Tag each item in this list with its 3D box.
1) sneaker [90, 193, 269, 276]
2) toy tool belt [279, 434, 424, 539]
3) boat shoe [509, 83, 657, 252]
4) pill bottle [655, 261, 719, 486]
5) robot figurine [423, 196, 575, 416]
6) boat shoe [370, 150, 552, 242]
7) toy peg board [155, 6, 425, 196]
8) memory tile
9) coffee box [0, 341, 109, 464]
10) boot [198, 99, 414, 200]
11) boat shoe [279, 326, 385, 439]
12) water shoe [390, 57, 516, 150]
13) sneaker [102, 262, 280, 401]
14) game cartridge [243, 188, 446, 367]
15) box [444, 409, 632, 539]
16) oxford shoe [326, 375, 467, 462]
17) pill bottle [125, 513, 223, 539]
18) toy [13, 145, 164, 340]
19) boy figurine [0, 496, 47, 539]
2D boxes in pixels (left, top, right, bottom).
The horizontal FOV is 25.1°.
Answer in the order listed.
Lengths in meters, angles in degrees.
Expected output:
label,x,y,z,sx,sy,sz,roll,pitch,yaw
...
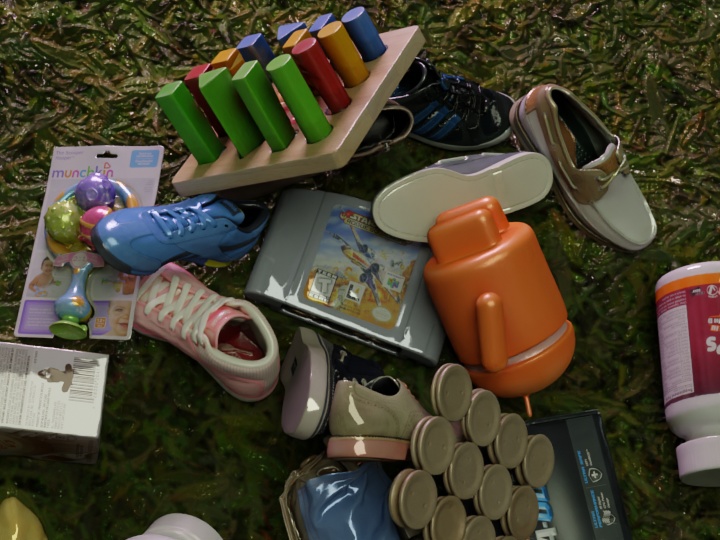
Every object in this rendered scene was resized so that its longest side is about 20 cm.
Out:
label,x,y,z,sx,sy,sz,roll,pitch,yaw
sneaker,-0.161,-0.043,1.479,0.200,0.078,0.066,-4,60,-55
toy tool belt,0.010,0.246,1.440,0.124,0.123,0.201,-26,78,-18
boat shoe,0.232,-0.101,1.626,0.200,0.068,0.075,47,66,-6
pill bottle,0.347,0.101,1.568,0.109,0.110,0.201,2,70,-11
robot figurine,0.131,0.035,1.526,0.116,0.144,0.201,-29,104,-16
boat shoe,0.093,-0.076,1.597,0.199,0.062,0.073,-16,105,-23
toy peg board,-0.075,-0.179,1.501,0.098,0.199,0.200,59,43,-29
memory tile,0.101,0.185,1.421,0.200,0.017,0.154,41,60,-43
coffee box,-0.326,0.113,1.426,0.199,0.114,0.080,7,70,-8
boot,-0.049,-0.118,1.543,0.199,0.146,0.071,-28,104,-21
boat shoe,-0.018,0.108,1.456,0.092,0.200,0.075,21,105,-9
water shoe,0.069,-0.171,1.625,0.199,0.079,0.072,7,69,-9
sneaker,-0.154,0.037,1.493,0.200,0.105,0.075,37,69,5
game cartridge,0.000,0.000,1.575,0.199,0.042,0.134,20,72,-4
box,0.170,0.241,1.515,0.158,0.046,0.201,-7,72,-13
oxford shoe,0.041,0.129,1.416,0.070,0.200,0.074,-6,82,29
pill bottle,-0.184,0.292,1.353,0.112,0.113,0.200,34,32,2
toy,-0.256,-0.035,1.504,0.114,0.047,0.201,1,68,13
boy figurine,-0.287,0.297,1.394,0.124,0.064,0.201,-17,74,-18
